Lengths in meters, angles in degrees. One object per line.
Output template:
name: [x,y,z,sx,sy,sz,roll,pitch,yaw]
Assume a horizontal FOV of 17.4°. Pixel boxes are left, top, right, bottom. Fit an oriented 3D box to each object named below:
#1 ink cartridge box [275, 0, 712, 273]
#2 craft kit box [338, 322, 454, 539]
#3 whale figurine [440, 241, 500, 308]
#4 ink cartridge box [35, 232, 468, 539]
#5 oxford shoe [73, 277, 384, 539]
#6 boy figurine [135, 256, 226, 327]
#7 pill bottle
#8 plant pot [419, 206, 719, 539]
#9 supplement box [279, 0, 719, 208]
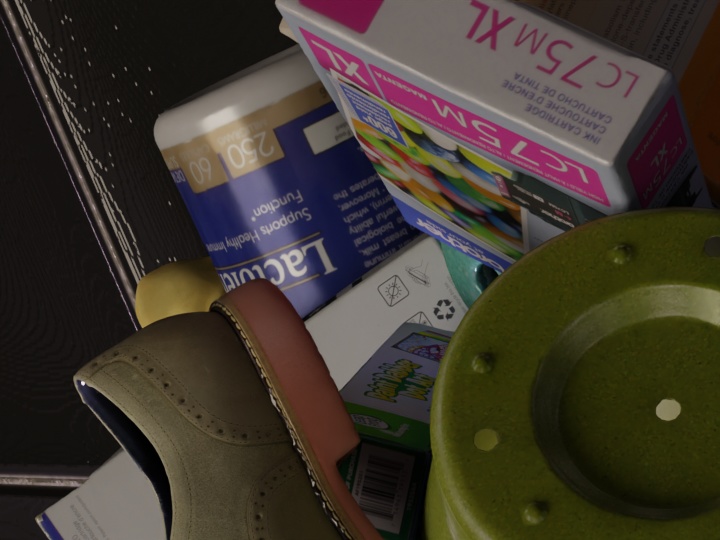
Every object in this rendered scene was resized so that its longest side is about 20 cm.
ink cartridge box: [0.054,-0.031,0.752,0.119,0.042,0.200,28,170,23]
craft kit box: [-0.001,0.132,0.834,0.048,0.197,0.201,14,99,10]
whale figurine: [0.105,-0.019,0.875,0.200,0.104,0.160,-2,113,58]
ink cartridge box: [-0.024,0.080,0.962,0.100,0.200,0.039,56,180,-4]
oxford shoe: [-0.021,0.104,0.678,0.201,0.074,0.071,64,162,19]
boy figurine: [-0.040,0.072,1.196,0.200,0.064,0.125,45,145,26]
pill bottle: [0.000,0.000,1.032,0.116,0.116,0.201,-14,103,58]
plant pot: [0.098,0.087,0.698,0.200,0.200,0.193,39,162,31]
supplement box: [0.081,-0.103,0.815,0.200,0.126,0.073,24,175,45]
